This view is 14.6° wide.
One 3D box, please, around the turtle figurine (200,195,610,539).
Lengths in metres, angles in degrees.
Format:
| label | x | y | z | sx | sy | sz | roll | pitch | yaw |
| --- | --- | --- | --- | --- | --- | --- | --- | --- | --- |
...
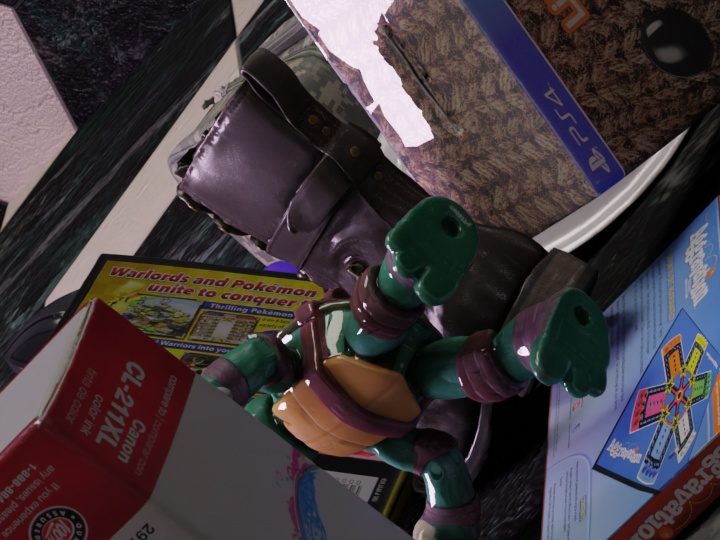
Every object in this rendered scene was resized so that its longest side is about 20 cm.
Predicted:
| label | x | y | z | sx | sy | sz | roll | pitch | yaw |
| --- | --- | --- | --- | --- | --- | --- | --- | --- | --- |
| turtle figurine | -0.002 | 0.052 | 1.077 | 0.200 | 0.150 | 0.101 | -41 | 40 | 43 |

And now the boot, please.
| label | x | y | z | sx | sy | sz | roll | pitch | yaw |
| --- | --- | --- | --- | --- | --- | --- | --- | --- | --- |
| boot | 0.000 | 0.000 | 1.164 | 0.069 | 0.174 | 0.200 | -54 | -6 | -33 |

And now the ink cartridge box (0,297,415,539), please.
| label | x | y | z | sx | sy | sz | roll | pitch | yaw |
| --- | --- | --- | --- | --- | --- | --- | --- | --- | --- |
| ink cartridge box | -0.068 | 0.130 | 1.014 | 0.146 | 0.200 | 0.083 | -45 | 15 | 28 |

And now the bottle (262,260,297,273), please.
| label | x | y | z | sx | sy | sz | roll | pitch | yaw |
| --- | --- | --- | --- | --- | --- | --- | --- | --- | --- |
| bottle | -0.080 | 0.088 | 1.527 | 0.200 | 0.065 | 0.084 | -53 | 11 | -11 |

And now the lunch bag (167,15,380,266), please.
| label | x | y | z | sx | sy | sz | roll | pitch | yaw |
| --- | --- | --- | --- | --- | --- | --- | --- | --- | --- |
| lunch bag | 0.001 | -0.090 | 1.609 | 0.168 | 0.139 | 0.200 | -49 | 9 | -18 |

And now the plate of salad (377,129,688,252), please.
| label | x | y | z | sx | sy | sz | roll | pitch | yaw |
| --- | --- | --- | --- | --- | --- | --- | --- | --- | --- |
| plate of salad | 0.088 | -0.067 | 1.365 | 0.200 | 0.048 | 0.200 | -25 | 41 | 24 |

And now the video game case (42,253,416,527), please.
| label | x | y | z | sx | sy | sz | roll | pitch | yaw |
| --- | --- | --- | --- | --- | --- | --- | --- | --- | --- |
| video game case | -0.060 | 0.063 | 1.296 | 0.181 | 0.200 | 0.026 | -63 | -27 | -48 |

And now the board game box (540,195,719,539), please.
| label | x | y | z | sx | sy | sz | roll | pitch | yaw |
| --- | --- | --- | --- | --- | --- | --- | --- | --- | --- |
| board game box | 0.109 | 0.049 | 1.049 | 0.103 | 0.019 | 0.200 | -48 | 11 | 21 |

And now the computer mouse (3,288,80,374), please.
| label | x | y | z | sx | sy | sz | roll | pitch | yaw |
| --- | --- | --- | --- | --- | --- | --- | --- | --- | --- |
| computer mouse | -0.073 | 0.028 | 1.416 | 0.200 | 0.046 | 0.140 | 10 | 20 | 34 |

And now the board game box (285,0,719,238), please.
| label | x | y | z | sx | sy | sz | roll | pitch | yaw |
| --- | --- | --- | --- | --- | --- | --- | --- | --- | --- |
| board game box | 0.090 | -0.125 | 1.191 | 0.200 | 0.159 | 0.097 | -37 | 2 | -35 |
